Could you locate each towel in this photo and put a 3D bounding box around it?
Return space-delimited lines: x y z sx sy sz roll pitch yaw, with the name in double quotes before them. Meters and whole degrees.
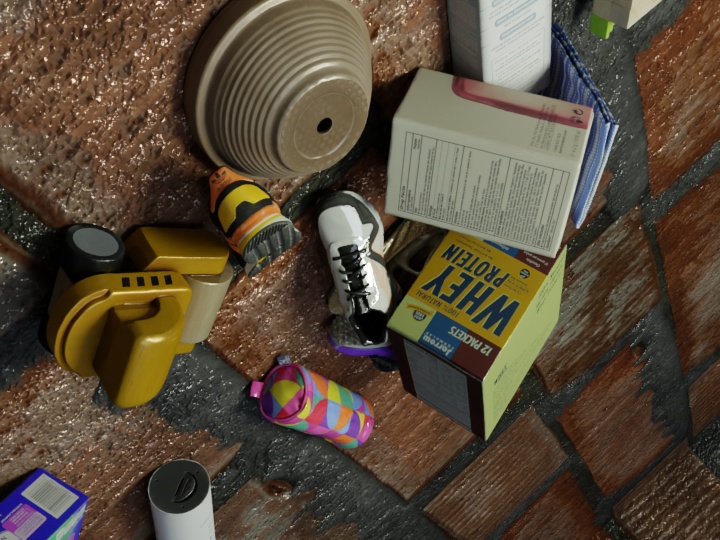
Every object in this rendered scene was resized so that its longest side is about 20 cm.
"towel" 0.233 -0.171 1.037 0.023 0.203 0.147 -4 136 -10

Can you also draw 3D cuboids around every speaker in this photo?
"speaker" -0.231 0.339 1.187 0.080 0.081 0.203 -23 141 -26

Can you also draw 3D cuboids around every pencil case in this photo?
"pencil case" -0.058 0.181 1.202 0.089 0.089 0.199 -46 143 5

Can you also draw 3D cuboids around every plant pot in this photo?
"plant pot" -0.058 -0.158 0.840 0.198 0.093 0.204 -26 141 -23

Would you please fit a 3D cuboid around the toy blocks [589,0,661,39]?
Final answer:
"toy blocks" 0.330 -0.378 1.018 0.136 0.099 0.202 -39 146 -26

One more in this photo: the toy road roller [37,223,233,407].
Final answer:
"toy road roller" -0.200 0.048 0.860 0.197 0.146 0.124 -2 129 -43

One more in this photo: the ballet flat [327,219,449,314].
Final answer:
"ballet flat" 0.044 -0.006 1.122 0.200 0.065 0.070 -45 149 3

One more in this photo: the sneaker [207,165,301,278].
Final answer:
"sneaker" -0.111 -0.054 0.900 0.069 0.091 0.200 -36 177 -7

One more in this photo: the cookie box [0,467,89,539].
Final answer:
"cookie box" -0.390 0.348 0.982 0.171 0.074 0.203 -48 164 -57

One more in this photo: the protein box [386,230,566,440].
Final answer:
"protein box" 0.147 0.063 1.118 0.200 0.133 0.201 -54 157 -19

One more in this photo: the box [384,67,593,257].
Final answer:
"box" 0.135 -0.117 0.965 0.130 0.196 0.110 95 16 -44

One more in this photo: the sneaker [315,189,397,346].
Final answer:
"sneaker" 0.000 0.000 1.031 0.072 0.081 0.203 -14 125 13

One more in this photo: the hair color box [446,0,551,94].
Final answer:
"hair color box" 0.150 -0.265 0.966 0.098 0.061 0.202 -34 145 -15

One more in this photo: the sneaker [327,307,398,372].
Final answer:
"sneaker" 0.032 0.100 1.216 0.197 0.070 0.101 -8 135 -39
